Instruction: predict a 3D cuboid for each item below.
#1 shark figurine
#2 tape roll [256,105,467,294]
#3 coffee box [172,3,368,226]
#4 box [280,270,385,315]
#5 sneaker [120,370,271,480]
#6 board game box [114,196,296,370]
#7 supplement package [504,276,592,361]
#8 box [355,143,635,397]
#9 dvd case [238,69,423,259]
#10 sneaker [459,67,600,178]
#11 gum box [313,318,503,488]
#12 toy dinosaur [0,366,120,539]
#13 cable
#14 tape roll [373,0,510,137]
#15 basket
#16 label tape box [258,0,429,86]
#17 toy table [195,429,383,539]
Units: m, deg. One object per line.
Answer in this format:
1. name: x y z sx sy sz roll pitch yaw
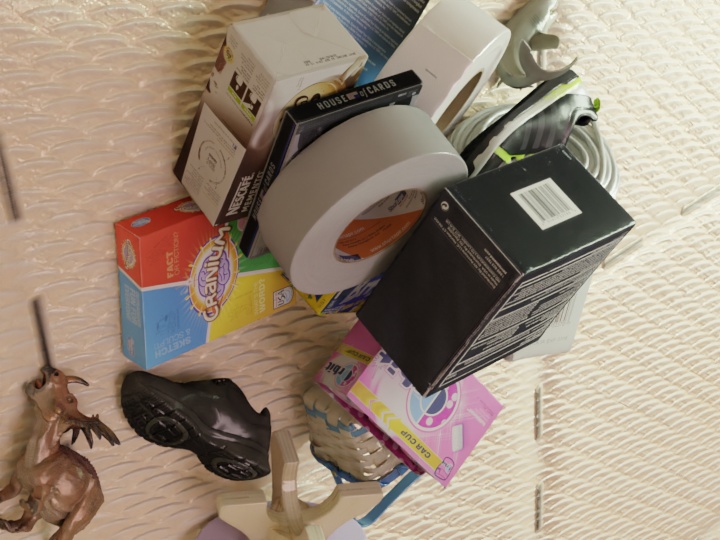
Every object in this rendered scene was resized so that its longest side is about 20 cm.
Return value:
1. shark figurine: 0.164 -0.246 1.760 0.089 0.215 0.128 36 118 -15
2. tape roll: 0.002 -0.066 1.515 0.200 0.066 0.200 -28 156 -14
3. coffee box: -0.088 -0.144 1.493 0.113 0.080 0.200 -19 151 -38
4. box: 0.000 0.000 1.701 0.070 0.064 0.200 -51 160 18
5. sneaker: -0.169 0.146 1.656 0.200 0.076 0.091 38 49 -39
6. board game box: -0.151 -0.005 1.602 0.200 0.040 0.153 -25 129 -37
7. supplement package: 0.144 0.009 1.806 0.117 0.200 0.117 -6 116 -47
8. box: 0.132 -0.001 1.584 0.200 0.123 0.198 -21 154 -45
9. dvd case: -0.031 -0.100 1.525 0.150 0.025 0.200 -22 154 -33
10. sneaker: 0.188 -0.141 1.723 0.200 0.072 0.083 -40 95 -20
11. gum box: 0.058 0.135 1.709 0.114 0.066 0.200 -53 125 -13
12. toy dinosaur: -0.287 0.204 1.550 0.136 0.086 0.200 -44 144 -31
13. cable: 0.192 -0.111 1.796 0.200 0.200 0.069 -4 136 -14
14. tape roll: 0.069 -0.186 1.636 0.202 0.071 0.202 -51 173 -8
15. basket: 0.031 0.181 1.832 0.176 0.139 0.200 -41 129 -22
16. label tape box: -0.002 -0.283 1.582 0.143 0.066 0.200 31 87 -51
17. toy table: -0.078 0.281 1.745 0.200 0.184 0.117 -12 139 -28
